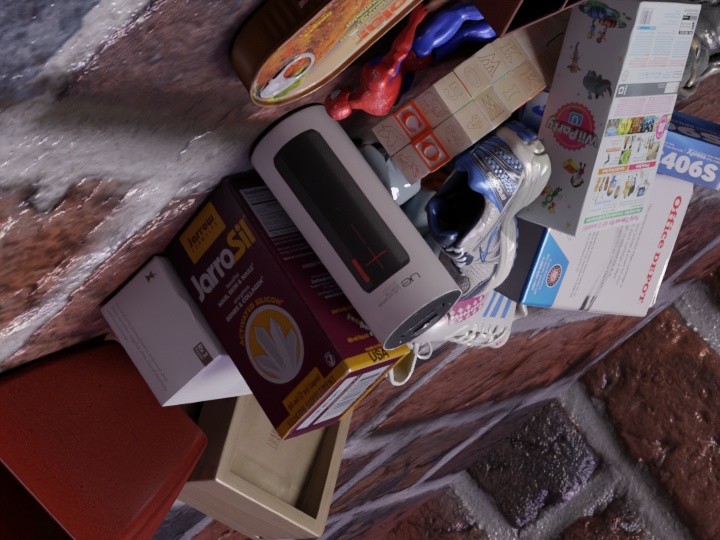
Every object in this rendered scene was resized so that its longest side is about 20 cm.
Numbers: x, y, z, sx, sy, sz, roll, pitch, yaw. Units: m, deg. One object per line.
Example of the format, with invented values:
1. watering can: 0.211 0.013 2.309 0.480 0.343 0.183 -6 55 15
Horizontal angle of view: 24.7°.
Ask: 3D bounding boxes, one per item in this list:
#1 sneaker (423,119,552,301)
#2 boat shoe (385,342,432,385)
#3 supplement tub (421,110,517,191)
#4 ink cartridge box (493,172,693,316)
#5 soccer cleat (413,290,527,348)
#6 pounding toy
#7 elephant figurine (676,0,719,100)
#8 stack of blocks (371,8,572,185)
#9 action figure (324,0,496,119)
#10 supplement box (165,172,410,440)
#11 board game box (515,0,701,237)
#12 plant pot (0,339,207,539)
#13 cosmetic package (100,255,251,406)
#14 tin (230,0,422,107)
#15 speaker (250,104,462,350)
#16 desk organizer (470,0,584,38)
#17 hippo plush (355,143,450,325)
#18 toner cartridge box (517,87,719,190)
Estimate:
1. sneaker: 0.085 -0.041 1.368 0.085 0.077 0.201 -24 150 -29
2. boat shoe: 0.048 0.050 1.650 0.074 0.086 0.203 -27 150 -32
3. supplement tub: 0.149 -0.096 1.649 0.199 0.123 0.123 -28 163 -23
4. ink cartridge box: 0.213 -0.042 1.578 0.199 0.084 0.147 7 106 -45
5. soccer cleat: 0.110 0.044 1.597 0.070 0.087 0.200 -19 -172 35
6. pounding toy: -0.108 0.163 1.709 0.142 0.201 0.184 -11 145 42
7. elephant figurine: 0.313 -0.228 1.601 0.200 0.142 0.155 -42 149 2
8. stack of blocks: 0.099 -0.148 1.385 0.200 0.059 0.115 -39 -176 -42
9. action figure: 0.052 -0.181 1.320 0.200 0.052 0.066 -38 162 -15
10. supplement box: -0.064 0.026 1.404 0.085 0.201 0.110 -14 154 -49
11. board game box: 0.213 -0.137 1.398 0.147 0.064 0.202 -11 117 -57
12. plant pot: -0.258 0.185 1.516 0.176 0.200 0.200 -39 169 -34
13. cosmetic package: -0.134 0.053 1.509 0.081 0.113 0.200 -41 162 21
14. tin: -0.008 -0.194 1.179 0.200 0.042 0.112 -40 160 15
15. speaker: -0.004 -0.035 1.350 0.081 0.201 0.081 -33 165 -10
16. desk organizer: 0.169 -0.260 1.282 0.199 0.077 0.072 -27 163 -29
17. hippo plush: 0.000 0.000 1.524 0.160 0.201 0.159 -34 145 27
18. toner cartridge box: 0.250 -0.137 1.569 0.095 0.198 0.043 -79 -173 -70
